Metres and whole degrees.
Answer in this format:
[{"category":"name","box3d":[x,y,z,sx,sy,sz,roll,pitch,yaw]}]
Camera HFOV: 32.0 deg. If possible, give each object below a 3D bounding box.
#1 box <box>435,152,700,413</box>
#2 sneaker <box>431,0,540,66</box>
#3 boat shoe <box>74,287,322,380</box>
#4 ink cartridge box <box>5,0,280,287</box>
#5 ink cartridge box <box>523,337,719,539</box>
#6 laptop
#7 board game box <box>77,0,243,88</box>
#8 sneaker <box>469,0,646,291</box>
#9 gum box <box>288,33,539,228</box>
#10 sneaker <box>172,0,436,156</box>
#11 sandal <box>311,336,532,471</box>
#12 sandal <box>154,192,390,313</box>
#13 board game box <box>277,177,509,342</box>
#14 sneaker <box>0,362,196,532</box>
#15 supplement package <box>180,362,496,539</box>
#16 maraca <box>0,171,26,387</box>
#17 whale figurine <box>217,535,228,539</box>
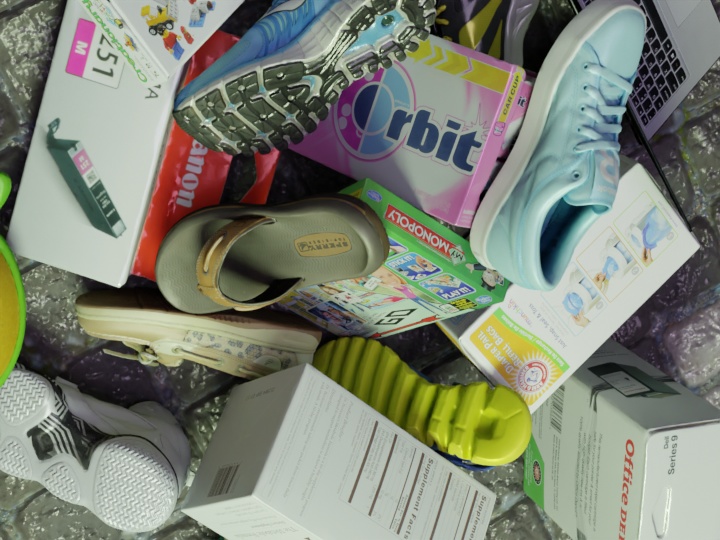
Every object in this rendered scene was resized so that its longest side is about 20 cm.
[{"category":"box","box3d":[0.156,0.001,1.030,0.200,0.112,0.101,-44,117,-1]},{"category":"sneaker","box3d":[0.084,-0.182,0.980,0.084,0.074,0.203,13,93,-16]},{"category":"boat shoe","box3d":[-0.125,0.057,0.971,0.197,0.073,0.064,11,100,-22]},{"category":"ink cartridge box","box3d":[-0.148,-0.085,0.911,0.171,0.044,0.203,17,101,-3]},{"category":"ink cartridge box","box3d":[0.217,0.158,1.050,0.083,0.200,0.148,-5,108,-18]},{"category":"laptop","box3d":[0.238,-0.175,0.968,0.200,0.115,0.188,-47,126,-16]},{"category":"board game box","box3d":[-0.118,-0.237,0.854,0.127,0.034,0.201,53,55,-24]},{"category":"sneaker","box3d":[0.149,-0.077,0.824,0.073,0.082,0.202,8,112,-42]},{"category":"gum box","box3d":[0.036,-0.114,0.905,0.066,0.199,0.115,4,109,-54]},{"category":"sneaker","box3d":[-0.044,-0.156,0.875,0.198,0.091,0.079,-30,140,7]},{"category":"sandal","box3d":[0.046,0.115,1.009,0.080,0.198,0.087,-65,157,-12]},{"category":"sandal","box3d":[-0.070,-0.002,0.856,0.082,0.198,0.055,63,39,-28]},{"category":"board game box","box3d":[0.000,0.000,0.937,0.134,0.199,0.029,29,64,-24]},{"category":"sneaker","box3d":[-0.213,0.127,0.964,0.198,0.115,0.076,29,96,10]},{"category":"supplement package","box3d":[-0.013,0.176,0.949,0.199,0.113,0.110,36,58,-22]},{"category":"maraca","box3d":[-0.303,0.007,0.876,0.135,0.107,0.203,1,100,-10]},{"category":"whale figurine","box3d":[-0.055,0.218,1.045,0.158,0.103,0.202,27,72,-25]}]
